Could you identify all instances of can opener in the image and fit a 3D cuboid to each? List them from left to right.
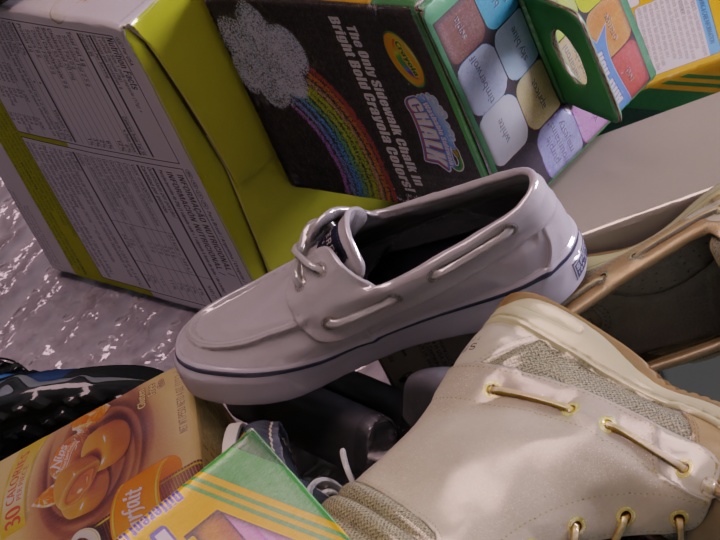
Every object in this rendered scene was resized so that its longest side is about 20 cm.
[{"bbox_3d":[0.013,0.065,1.275,0.052,0.067,0.200,-11,16,-37],"label":"can opener"}]

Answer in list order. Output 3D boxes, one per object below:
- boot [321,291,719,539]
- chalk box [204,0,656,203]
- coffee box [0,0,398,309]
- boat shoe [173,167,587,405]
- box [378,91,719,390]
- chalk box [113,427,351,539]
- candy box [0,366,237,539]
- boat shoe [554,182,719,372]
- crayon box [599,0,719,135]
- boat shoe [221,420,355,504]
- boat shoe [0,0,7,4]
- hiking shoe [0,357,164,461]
[{"bbox_3d":[0.090,0.112,1.113,0.200,0.072,0.155,33,62,26],"label":"boot"},{"bbox_3d":[0.048,-0.111,1.318,0.199,0.125,0.124,11,45,45],"label":"chalk box"},{"bbox_3d":[-0.082,-0.120,1.468,0.197,0.201,0.200,13,50,44],"label":"coffee box"},{"bbox_3d":[0.000,0.000,1.248,0.199,0.065,0.074,-20,38,13],"label":"boat shoe"},{"bbox_3d":[0.099,-0.009,1.312,0.199,0.069,0.082,-19,34,12],"label":"box"},{"bbox_3d":[-0.019,0.185,1.039,0.124,0.125,0.200,-38,70,-14],"label":"chalk box"},{"bbox_3d":[-0.106,0.139,1.252,0.115,0.055,0.200,-29,33,11],"label":"candy box"},{"bbox_3d":[0.147,0.011,1.236,0.200,0.073,0.063,-18,22,11],"label":"boat shoe"},{"bbox_3d":[0.175,-0.119,1.427,0.199,0.052,0.126,-20,33,12],"label":"crayon box"},{"bbox_3d":[-0.017,0.130,1.194,0.062,0.075,0.200,-25,34,5],"label":"boat shoe"},{"bbox_3d":[-0.144,-0.203,1.376,0.199,0.076,0.074,-28,31,-3],"label":"boat shoe"},{"bbox_3d":[-0.175,0.069,1.387,0.199,0.075,0.087,-12,36,21],"label":"hiking shoe"}]
